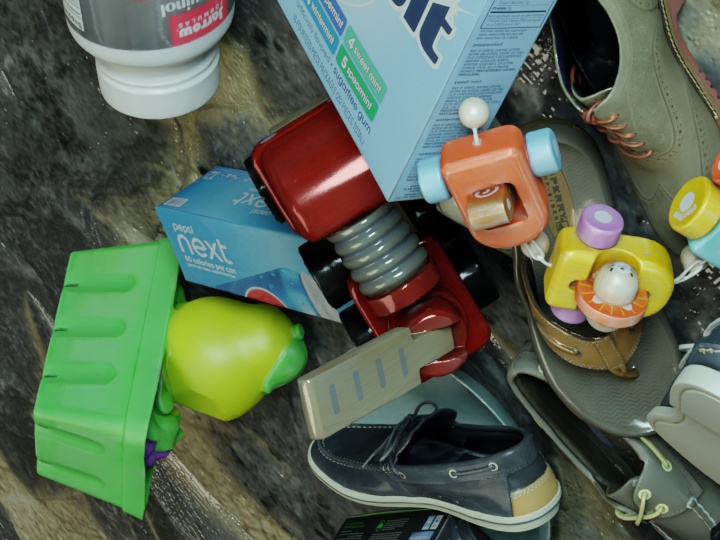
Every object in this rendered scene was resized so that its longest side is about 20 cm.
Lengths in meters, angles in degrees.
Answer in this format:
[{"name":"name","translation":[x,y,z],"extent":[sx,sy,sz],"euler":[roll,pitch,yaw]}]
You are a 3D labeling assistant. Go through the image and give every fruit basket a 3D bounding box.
[{"name":"fruit basket","translation":[-0.144,0.078,1.245],"extent":[0.215,0.215,0.156],"euler":[39,146,20]}]

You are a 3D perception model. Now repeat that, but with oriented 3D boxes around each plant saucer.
[{"name":"plant saucer","translation":[0.065,0.126,1.127],"extent":[0.201,0.039,0.201],"euler":[32,142,29]}]

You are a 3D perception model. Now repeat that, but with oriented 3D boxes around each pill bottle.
[{"name":"pill bottle","translation":[-0.136,-0.198,0.994],"extent":[0.111,0.111,0.200],"euler":[31,143,29]}]

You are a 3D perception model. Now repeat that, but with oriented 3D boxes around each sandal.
[{"name":"sandal","translation":[0.130,0.012,0.890],"extent":[0.055,0.081,0.201],"euler":[-85,-22,-69]}]

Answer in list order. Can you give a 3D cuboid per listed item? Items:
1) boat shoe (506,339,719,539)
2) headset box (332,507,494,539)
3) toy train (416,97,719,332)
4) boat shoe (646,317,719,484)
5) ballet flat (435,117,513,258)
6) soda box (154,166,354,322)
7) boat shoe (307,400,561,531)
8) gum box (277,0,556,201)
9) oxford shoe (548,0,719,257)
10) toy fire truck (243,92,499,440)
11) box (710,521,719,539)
[{"name":"boat shoe","translation":[0.168,0.119,0.968],"extent":[0.202,0.060,0.072],"euler":[51,148,2]},{"name":"headset box","translation":[0.078,0.269,1.145],"extent":[0.200,0.093,0.174],"euler":[40,155,-14]},{"name":"toy train","translation":[0.135,-0.026,0.769],"extent":[0.199,0.056,0.150],"euler":[-10,133,15]},{"name":"boat shoe","translation":[0.194,0.066,0.833],"extent":[0.075,0.062,0.200],"euler":[32,169,20]},{"name":"ballet flat","translation":[0.058,-0.067,0.923],"extent":[0.067,0.064,0.200],"euler":[-15,109,55]},{"name":"soda box","translation":[-0.052,-0.019,1.109],"extent":[0.200,0.064,0.068],"euler":[14,132,46]},{"name":"boat shoe","translation":[0.043,0.122,1.049],"extent":[0.200,0.075,0.062],"euler":[6,122,43]},{"name":"gum box","translation":[0.030,-0.164,0.788],"extent":[0.170,0.044,0.200],"euler":[63,144,31]},{"name":"oxford shoe","translation":[0.134,-0.084,0.798],"extent":[0.070,0.075,0.200],"euler":[2,123,50]},{"name":"toy fire truck","translation":[0.000,0.000,0.909],"extent":[0.176,0.128,0.200],"euler":[59,-178,-13]},{"name":"box","translation":[0.282,0.186,0.802],"extent":[0.200,0.106,0.122],"euler":[47,-167,7]}]
